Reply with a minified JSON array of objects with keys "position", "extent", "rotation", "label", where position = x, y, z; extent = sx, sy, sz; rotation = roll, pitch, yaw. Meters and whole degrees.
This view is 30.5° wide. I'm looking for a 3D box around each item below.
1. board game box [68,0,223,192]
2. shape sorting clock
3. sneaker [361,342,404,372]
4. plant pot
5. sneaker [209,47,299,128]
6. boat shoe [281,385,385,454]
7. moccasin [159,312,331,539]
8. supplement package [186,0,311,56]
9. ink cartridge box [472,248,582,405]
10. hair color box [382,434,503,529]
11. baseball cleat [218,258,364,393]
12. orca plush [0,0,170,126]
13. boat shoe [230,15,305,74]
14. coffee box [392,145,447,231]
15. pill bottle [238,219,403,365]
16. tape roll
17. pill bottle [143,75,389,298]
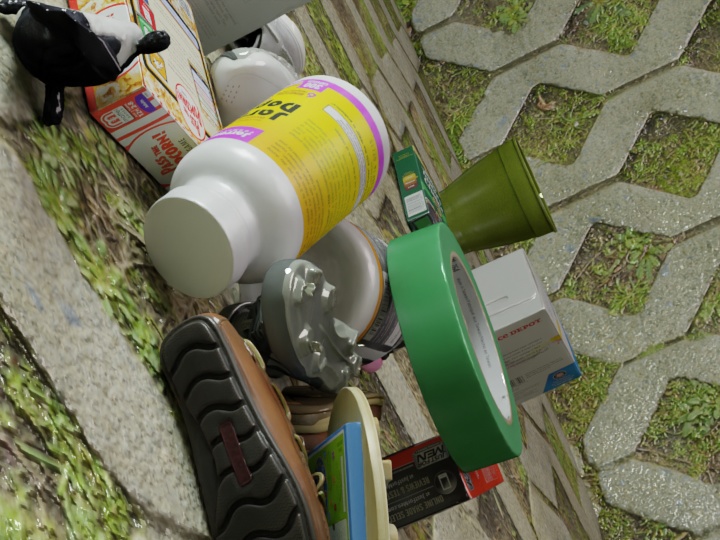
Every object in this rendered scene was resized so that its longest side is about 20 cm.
[{"position":[-0.160,-0.163,0.992],"extent":[0.152,0.046,0.202],"rotation":[51,18,-56],"label":"board game box"},{"position":[-0.002,0.173,0.808],"extent":[0.200,0.039,0.203],"rotation":[-179,-90,-75],"label":"shape sorting clock"},{"position":[0.000,0.000,1.300],"extent":[0.201,0.095,0.079],"rotation":[60,13,-22],"label":"sneaker"},{"position":[0.252,-0.125,2.545],"extent":[0.202,0.191,0.201],"rotation":[61,11,-20],"label":"plant pot"},{"position":[-0.079,-0.098,1.095],"extent":[0.201,0.073,0.088],"rotation":[79,5,-50],"label":"sneaker"},{"position":[-0.030,0.123,0.981],"extent":[0.200,0.071,0.069],"rotation":[2,92,-76],"label":"boat shoe"},{"position":[-0.062,0.123,0.804],"extent":[0.203,0.073,0.078],"rotation":[60,16,25],"label":"moccasin"},{"position":[-0.098,-0.290,1.159],"extent":[0.110,0.198,0.114],"rotation":[57,13,-37],"label":"supplement package"},{"position":[0.253,0.097,2.187],"extent":[0.201,0.146,0.146],"rotation":[56,14,-44],"label":"ink cartridge box"},{"position":[0.059,0.184,1.165],"extent":[0.200,0.101,0.062],"rotation":[19,48,-76],"label":"hair color box"},{"position":[-0.059,0.042,0.887],"extent":[0.200,0.105,0.071],"rotation":[65,35,-66],"label":"baseball cleat"},{"position":[-0.167,-0.118,0.792],"extent":[0.200,0.104,0.072],"rotation":[-148,-112,-67],"label":"orca plush"},{"position":[-0.114,-0.252,1.380],"extent":[0.201,0.071,0.069],"rotation":[62,30,-55],"label":"boat shoe"},{"position":[0.105,-0.104,2.180],"extent":[0.124,0.044,0.201],"rotation":[58,13,-34],"label":"coffee box"},{"position":[-0.019,0.021,1.102],"extent":[0.118,0.115,0.200],"rotation":[68,10,11],"label":"pill bottle"},{"position":[0.079,0.063,1.088],"extent":[0.200,0.048,0.203],"rotation":[-19,90,-79],"label":"tape roll"},{"position":[-0.065,-0.058,0.932],"extent":[0.200,0.103,0.105],"rotation":[-43,111,-50],"label":"pill bottle"}]
